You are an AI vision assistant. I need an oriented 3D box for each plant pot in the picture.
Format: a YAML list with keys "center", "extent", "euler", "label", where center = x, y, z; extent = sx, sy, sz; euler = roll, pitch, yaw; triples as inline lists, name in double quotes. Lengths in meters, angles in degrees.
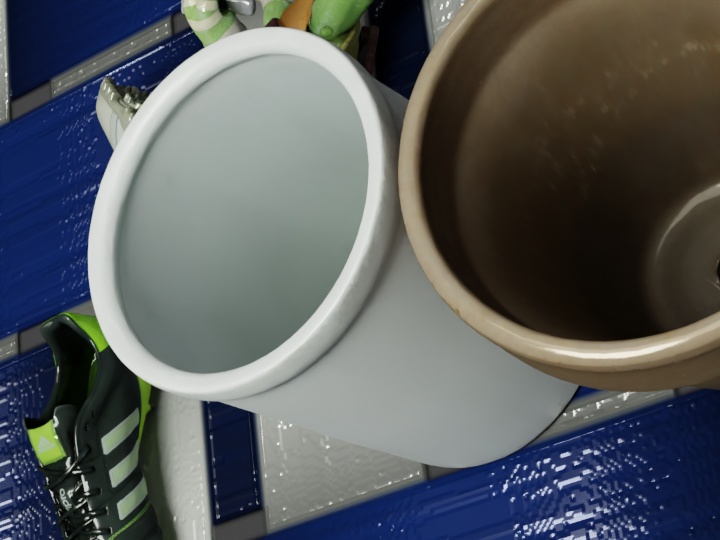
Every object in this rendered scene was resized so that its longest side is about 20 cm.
- center: [0.138, -0.027, 0.812]
  extent: [0.200, 0.175, 0.201]
  euler: [-10, 65, 23]
  label: "plant pot"

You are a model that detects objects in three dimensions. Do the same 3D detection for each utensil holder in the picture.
- center: [0.000, 0.000, 0.906]
  extent: [0.170, 0.200, 0.170]
  euler: [-15, 64, 34]
  label: "utensil holder"

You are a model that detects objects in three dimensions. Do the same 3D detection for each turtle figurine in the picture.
- center: [-0.049, -0.164, 1.036]
  extent: [0.194, 0.144, 0.200]
  euler: [-40, 65, 11]
  label: "turtle figurine"

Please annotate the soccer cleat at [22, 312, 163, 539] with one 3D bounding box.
- center: [-0.152, 0.119, 1.060]
  extent: [0.067, 0.081, 0.201]
  euler: [-21, 62, 31]
  label: "soccer cleat"

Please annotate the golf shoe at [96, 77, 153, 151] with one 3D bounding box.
- center: [-0.113, -0.032, 1.093]
  extent: [0.097, 0.078, 0.200]
  euler: [-54, 48, 18]
  label: "golf shoe"
